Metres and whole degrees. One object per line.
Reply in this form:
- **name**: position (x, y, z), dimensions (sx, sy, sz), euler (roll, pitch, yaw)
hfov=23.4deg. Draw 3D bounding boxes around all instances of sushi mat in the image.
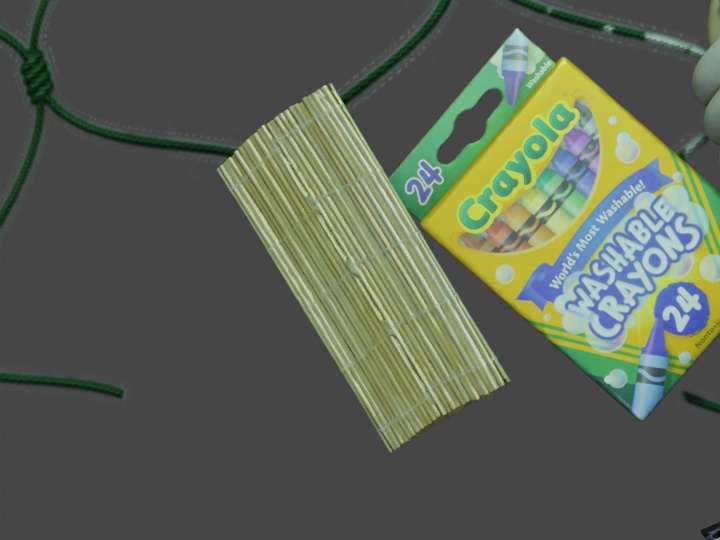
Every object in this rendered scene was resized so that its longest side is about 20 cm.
- **sushi mat**: position (0.000, 0.000, 0.997), dimensions (0.095, 0.012, 0.201), euler (-32, 89, 35)

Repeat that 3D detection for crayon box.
- **crayon box**: position (0.124, -0.028, 0.988), dimensions (0.200, 0.052, 0.126), euler (41, 94, 2)

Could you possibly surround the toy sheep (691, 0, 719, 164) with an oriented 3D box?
- **toy sheep**: position (0.255, -0.085, 0.939), dimensions (0.137, 0.138, 0.201), euler (-32, 71, 4)

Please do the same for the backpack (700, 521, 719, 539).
- **backpack**: position (0.265, 0.155, 0.927), dimensions (0.162, 0.168, 0.201), euler (27, 89, 0)
